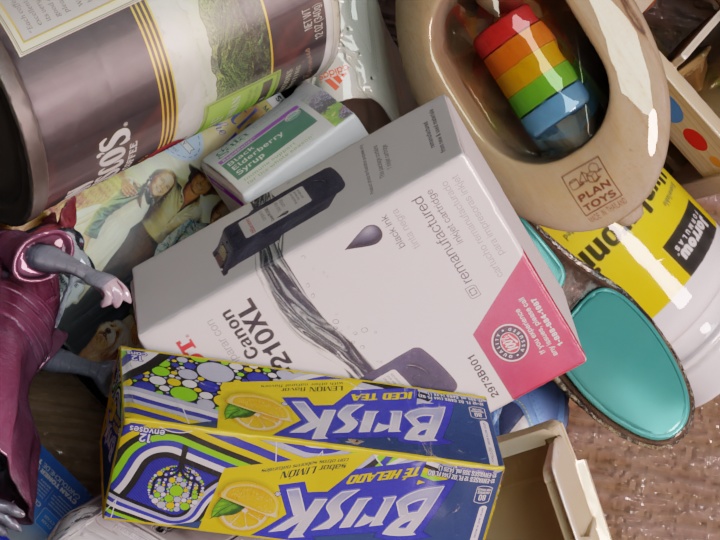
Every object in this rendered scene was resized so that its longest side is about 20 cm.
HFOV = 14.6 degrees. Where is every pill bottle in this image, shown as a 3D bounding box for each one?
[{"bbox_3d":[0.149,-0.014,1.671,0.200,0.111,0.111,44,70,-13],"label":"pill bottle"}]

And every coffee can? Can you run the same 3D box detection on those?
[{"bbox_3d":[-0.132,-0.132,1.518,0.199,0.146,0.147,-28,95,-24],"label":"coffee can"}]

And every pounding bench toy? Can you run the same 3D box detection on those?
[{"bbox_3d":[0.217,-0.149,1.667,0.156,0.200,0.124,47,70,-12],"label":"pounding bench toy"}]

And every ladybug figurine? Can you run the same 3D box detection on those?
[{"bbox_3d":[0.100,-0.113,1.558,0.135,0.072,0.201,-29,89,20],"label":"ladybug figurine"}]

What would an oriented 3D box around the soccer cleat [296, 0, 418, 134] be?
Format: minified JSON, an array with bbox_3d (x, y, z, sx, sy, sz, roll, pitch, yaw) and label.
[{"bbox_3d":[-0.018,-0.133,1.614,0.201,0.069,0.078,56,31,-22],"label":"soccer cleat"}]

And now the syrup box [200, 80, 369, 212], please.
[{"bbox_3d":[0.000,0.000,1.586,0.079,0.081,0.201,-37,117,-8],"label":"syrup box"}]

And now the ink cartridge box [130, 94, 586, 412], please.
[{"bbox_3d":[-0.003,0.024,1.496,0.199,0.084,0.145,-29,116,8],"label":"ink cartridge box"}]

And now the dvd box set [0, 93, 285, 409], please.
[{"bbox_3d":[-0.105,-0.023,1.609,0.200,0.029,0.147,-45,102,-21],"label":"dvd box set"}]

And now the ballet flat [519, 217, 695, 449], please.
[{"bbox_3d":[0.110,0.023,1.603,0.200,0.075,0.068,45,77,0],"label":"ballet flat"}]

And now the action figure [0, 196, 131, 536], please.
[{"bbox_3d":[-0.196,0.040,1.496,0.148,0.134,0.201,10,48,3],"label":"action figure"}]

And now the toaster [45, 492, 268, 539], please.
[{"bbox_3d":[-0.131,0.203,1.488,0.113,0.129,0.201,31,100,13],"label":"toaster"}]

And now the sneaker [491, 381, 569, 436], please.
[{"bbox_3d":[0.068,0.112,1.643,0.082,0.074,0.202,15,77,-18],"label":"sneaker"}]

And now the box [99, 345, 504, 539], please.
[{"bbox_3d":[-0.031,0.095,1.441,0.198,0.070,0.065,8,120,-12],"label":"box"}]

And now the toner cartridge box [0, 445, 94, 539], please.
[{"bbox_3d":[-0.243,0.090,1.510,0.200,0.043,0.095,45,43,-10],"label":"toner cartridge box"}]

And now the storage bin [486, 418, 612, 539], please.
[{"bbox_3d":[0.049,0.208,1.557,0.199,0.094,0.200,-18,91,16],"label":"storage bin"}]
